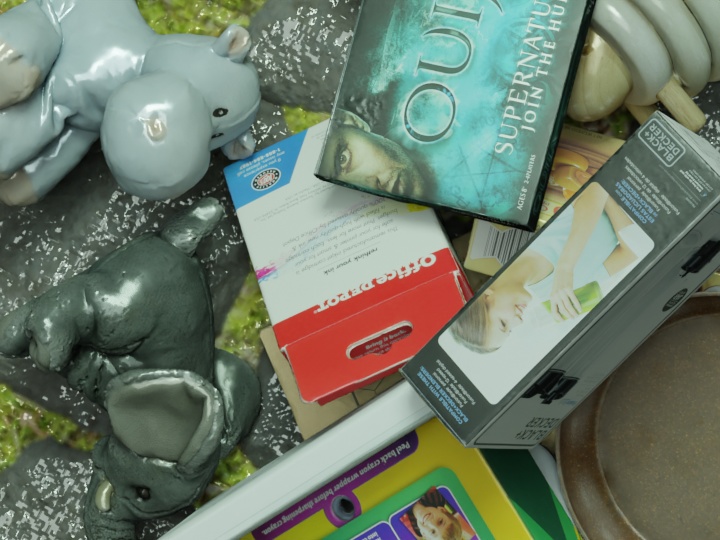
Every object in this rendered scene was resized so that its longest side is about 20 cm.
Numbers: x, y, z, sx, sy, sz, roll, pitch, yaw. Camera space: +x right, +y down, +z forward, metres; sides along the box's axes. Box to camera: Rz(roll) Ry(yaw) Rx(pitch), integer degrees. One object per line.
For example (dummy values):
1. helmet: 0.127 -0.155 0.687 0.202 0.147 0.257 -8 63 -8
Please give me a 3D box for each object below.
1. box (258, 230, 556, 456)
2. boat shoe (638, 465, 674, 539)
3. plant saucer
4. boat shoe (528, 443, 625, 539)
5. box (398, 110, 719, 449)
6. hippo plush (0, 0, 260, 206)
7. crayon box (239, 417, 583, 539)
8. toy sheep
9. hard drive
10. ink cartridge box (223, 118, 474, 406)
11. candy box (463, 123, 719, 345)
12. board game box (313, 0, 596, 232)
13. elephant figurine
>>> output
1. box: 0.055 0.070 1.259 0.200 0.021 0.164 -24 82 6
2. boat shoe: 0.243 0.186 1.206 0.074 0.060 0.200 -41 82 5
3. plant saucer: 0.214 0.106 1.149 0.200 0.034 0.201 5 104 19
4. boat shoe: 0.150 0.191 1.217 0.068 0.072 0.200 -23 83 -33
5. box: 0.127 0.011 1.086 0.200 0.117 0.060 -45 70 13
6. hippo plush: -0.144 -0.102 1.233 0.161 0.159 0.200 24 49 14
7. crayon box: 0.038 0.194 1.197 0.200 0.058 0.173 -34 85 29
8. toy sheep: 0.190 -0.168 1.210 0.138 0.138 0.200 42 75 8
9. hard drive: -0.026 0.114 1.185 0.200 0.132 0.027 -34 88 16
10. ink cartridge box: 0.000 0.000 1.200 0.116 0.067 0.200 -24 49 5
11. candy box: 0.174 -0.023 1.200 0.200 0.116 0.055 18 128 7
12. board game box: 0.062 -0.134 1.156 0.135 0.028 0.200 14 85 17
13. elephant figurine: -0.127 0.087 1.243 0.141 0.155 0.200 -33 94 -39
